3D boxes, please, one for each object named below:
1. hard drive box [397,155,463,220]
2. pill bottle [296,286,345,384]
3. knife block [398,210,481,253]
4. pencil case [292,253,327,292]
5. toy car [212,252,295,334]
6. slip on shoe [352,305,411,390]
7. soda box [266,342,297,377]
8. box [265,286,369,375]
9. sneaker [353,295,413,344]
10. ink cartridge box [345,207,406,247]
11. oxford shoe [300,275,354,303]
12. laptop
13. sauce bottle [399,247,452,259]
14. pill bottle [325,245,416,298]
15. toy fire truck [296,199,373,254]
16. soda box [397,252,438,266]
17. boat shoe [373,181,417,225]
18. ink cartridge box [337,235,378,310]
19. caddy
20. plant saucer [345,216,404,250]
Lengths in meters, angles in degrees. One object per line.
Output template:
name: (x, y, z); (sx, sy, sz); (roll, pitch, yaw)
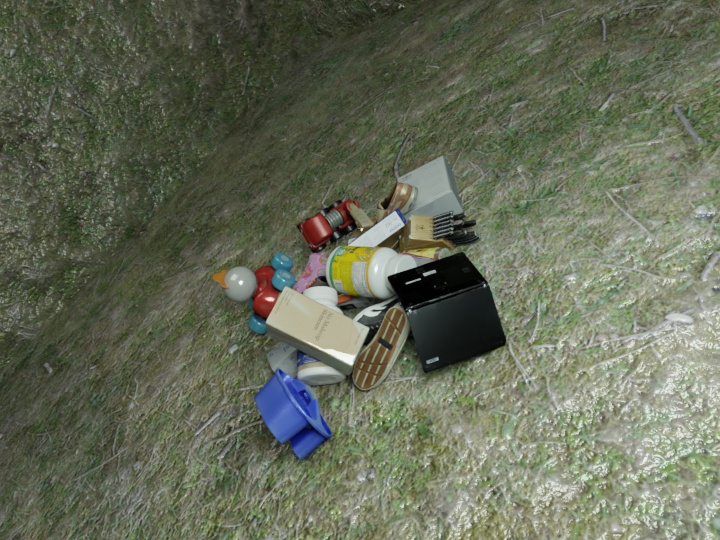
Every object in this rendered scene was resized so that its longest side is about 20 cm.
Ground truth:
hard drive box: (0.186, -0.209, 1.576); (0.154, 0.077, 0.202); (-25, 33, 19)
pill bottle: (-0.089, 0.145, 1.287); (0.109, 0.111, 0.204); (-17, 63, 28)
knife block: (0.195, -0.082, 1.413); (0.200, 0.172, 0.065); (116, 159, -69)
pencil case: (-0.138, 0.048, 1.561); (0.086, 0.088, 0.202); (-11, 39, 34)
toy car: (-0.306, 0.036, 1.568); (0.186, 0.197, 0.178); (-56, 25, 23)
slip on shoe: (0.052, 0.164, 1.207); (0.075, 0.060, 0.203); (32, 105, 28)
soda box: (-0.129, 0.181, 1.393); (0.199, 0.064, 0.068); (-39, 30, -3)
box: (-0.089, 0.126, 1.191); (0.197, 0.078, 0.096); (24, 66, 5)
sneaker: (0.061, 0.123, 1.271); (0.198, 0.074, 0.112); (-34, 30, 3)
ink cartridge box: (0.022, -0.077, 1.427); (0.198, 0.045, 0.094); (-35, 4, 13)
oxford shoe: (-0.110, 0.050, 1.427); (0.196, 0.074, 0.071); (-14, 16, 11)
laptop: (0.168, 0.076, 1.146); (0.174, 0.105, 0.201); (-17, 34, -7)
sauce bottle: (0.129, -0.019, 1.398); (0.197, 0.065, 0.065); (-3, 44, 40)
pill bottle: (0.025, 0.003, 1.292); (0.197, 0.114, 0.114); (5, 49, 41)
toy fire truck: (-0.062, -0.129, 1.568); (0.175, 0.130, 0.200); (-32, -1, -23)
soda box: (0.156, 0.010, 1.289); (0.063, 0.072, 0.198); (-7, 16, -45)
boat shoe: (0.072, -0.158, 1.499); (0.201, 0.071, 0.077); (-52, 23, 36)
ink cartridge box: (0.000, 0.000, 1.480); (0.093, 0.037, 0.204); (-12, 57, 32)
caddy: (-0.133, 0.287, 1.187); (0.105, 0.142, 0.200); (-42, 33, -5)
plant saucer: (0.044, -0.078, 1.585); (0.197, 0.036, 0.202); (-25, 34, 19)
